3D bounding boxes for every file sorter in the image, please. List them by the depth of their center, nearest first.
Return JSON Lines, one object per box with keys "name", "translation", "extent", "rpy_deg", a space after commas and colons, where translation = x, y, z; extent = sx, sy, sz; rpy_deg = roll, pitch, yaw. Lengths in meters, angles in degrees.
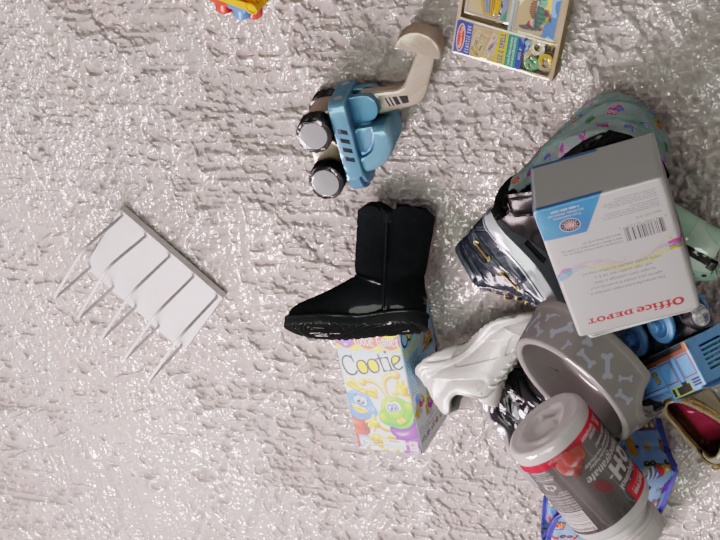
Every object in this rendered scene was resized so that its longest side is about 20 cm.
{"name": "file sorter", "translation": [-0.329, 0.039, 1.993], "extent": [0.200, 0.125, 0.139], "rpy_deg": [41, 128, 1]}

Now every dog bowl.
{"name": "dog bowl", "translation": [0.273, 0.128, 1.665], "extent": [0.200, 0.059, 0.200], "rpy_deg": [40, 163, 15]}

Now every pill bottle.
{"name": "pill bottle", "translation": [0.280, 0.255, 1.653], "extent": [0.110, 0.111, 0.200], "rpy_deg": [-28, 110, 36]}

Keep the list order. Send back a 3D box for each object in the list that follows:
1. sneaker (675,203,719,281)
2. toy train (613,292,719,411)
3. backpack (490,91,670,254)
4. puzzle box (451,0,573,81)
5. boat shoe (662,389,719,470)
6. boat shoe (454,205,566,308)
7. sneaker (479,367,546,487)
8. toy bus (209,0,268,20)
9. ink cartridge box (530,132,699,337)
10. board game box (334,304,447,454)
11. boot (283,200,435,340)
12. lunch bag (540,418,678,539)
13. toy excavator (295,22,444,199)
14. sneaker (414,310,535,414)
{"name": "sneaker", "translation": [0.365, 0.012, 1.653], "extent": [0.117, 0.074, 0.202], "rpy_deg": [24, 132, 3]}
{"name": "toy train", "translation": [0.370, 0.104, 1.656], "extent": [0.115, 0.086, 0.200], "rpy_deg": [66, 152, 9]}
{"name": "backpack", "translation": [0.269, -0.109, 1.593], "extent": [0.166, 0.127, 0.200], "rpy_deg": [30, 129, -17]}
{"name": "puzzle box", "translation": [0.182, -0.330, 1.574], "extent": [0.132, 0.025, 0.202], "rpy_deg": [19, 125, 17]}
{"name": "boat shoe", "translation": [0.455, 0.219, 1.729], "extent": [0.200, 0.069, 0.074], "rpy_deg": [42, 129, -1]}
{"name": "boat shoe", "translation": [0.211, 0.015, 1.738], "extent": [0.201, 0.071, 0.091], "rpy_deg": [50, 131, 5]}
{"name": "sneaker", "translation": [0.250, 0.208, 1.825], "extent": [0.113, 0.076, 0.201], "rpy_deg": [-28, 103, 36]}
{"name": "toy bus", "translation": [-0.174, -0.397, 1.667], "extent": [0.198, 0.136, 0.193], "rpy_deg": [24, 142, 15]}
{"name": "ink cartridge box", "translation": [0.284, -0.035, 1.518], "extent": [0.143, 0.085, 0.201], "rpy_deg": [-15, 128, 15]}
{"name": "board game box", "translation": [0.042, 0.136, 1.871], "extent": [0.102, 0.105, 0.202], "rpy_deg": [2, 118, 27]}
{"name": "boot", "translation": [0.000, 0.000, 1.775], "extent": [0.198, 0.170, 0.076], "rpy_deg": [-4, 159, 17]}
{"name": "lunch bag", "translation": [0.323, 0.299, 1.816], "extent": [0.149, 0.095, 0.201], "rpy_deg": [-3, 133, -5]}
{"name": "toy excavator", "translation": [0.022, -0.201, 1.701], "extent": [0.198, 0.100, 0.196], "rpy_deg": [-7, 117, 16]}
{"name": "sneaker", "translation": [0.174, 0.124, 1.784], "extent": [0.199, 0.078, 0.100], "rpy_deg": [-32, 75, 23]}
